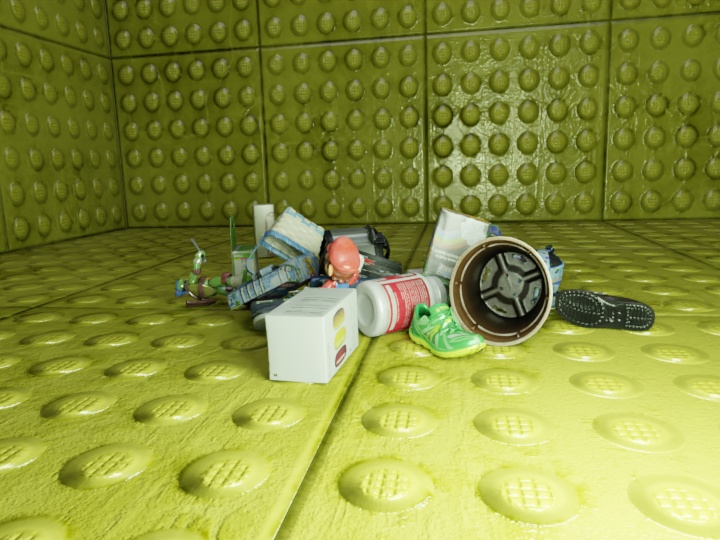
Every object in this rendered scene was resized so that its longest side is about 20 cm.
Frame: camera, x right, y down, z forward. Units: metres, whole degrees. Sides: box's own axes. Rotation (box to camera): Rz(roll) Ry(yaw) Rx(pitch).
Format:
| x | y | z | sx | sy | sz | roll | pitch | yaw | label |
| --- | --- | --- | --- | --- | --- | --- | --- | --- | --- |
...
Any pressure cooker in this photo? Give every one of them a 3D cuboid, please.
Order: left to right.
| x | y | z | sx | sy | sz | roll | pitch | yaw | label |
| --- | --- | --- | --- | --- | --- | --- | --- | --- | --- |
| -0.011 | -0.033 | 1.587 | 0.192 | 0.186 | 0.175 | -6 | 8 | -17 | pressure cooker |

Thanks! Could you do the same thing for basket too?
| x | y | z | sx | sy | sz | roll | pitch | yaw | label |
| --- | --- | --- | --- | --- | --- | --- | --- | --- | --- |
| -0.190 | -0.044 | 1.511 | 0.174 | 0.204 | 0.138 | 33 | -26 | -15 | basket |

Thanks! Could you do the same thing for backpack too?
| x | y | z | sx | sy | sz | roll | pitch | yaw | label |
| --- | --- | --- | --- | --- | --- | --- | --- | --- | --- |
| 0.394 | 0.019 | 1.349 | 0.175 | 0.140 | 0.200 | 0 | 10 | 10 | backpack |

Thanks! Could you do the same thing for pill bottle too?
| x | y | z | sx | sy | sz | roll | pitch | yaw | label |
| --- | --- | --- | --- | --- | --- | --- | --- | --- | --- |
| 0.087 | 0.067 | 1.210 | 0.194 | 0.117 | 0.111 | -9 | 12 | -34 | pill bottle |

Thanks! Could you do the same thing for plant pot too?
| x | y | z | sx | sy | sz | roll | pitch | yaw | label |
| --- | --- | --- | --- | --- | --- | --- | --- | --- | --- |
| 0.297 | 0.037 | 1.166 | 0.193 | 0.209 | 0.197 | 2 | 2 | 22 | plant pot |

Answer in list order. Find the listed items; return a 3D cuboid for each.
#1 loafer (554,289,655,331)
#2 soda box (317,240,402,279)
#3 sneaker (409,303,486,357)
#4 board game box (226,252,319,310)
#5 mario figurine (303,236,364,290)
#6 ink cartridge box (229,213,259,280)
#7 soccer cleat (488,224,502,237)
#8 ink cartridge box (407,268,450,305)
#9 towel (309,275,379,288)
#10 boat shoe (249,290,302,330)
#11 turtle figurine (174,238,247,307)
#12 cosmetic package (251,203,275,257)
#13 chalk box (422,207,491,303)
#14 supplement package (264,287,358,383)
| x | y | z | sx | sy | sz | roll | pitch | yaw | label |
| --- | --- | --- | --- | --- | --- | --- | --- | --- | --- |
| 0.507 | 0.085 | 1.189 | 0.194 | 0.076 | 0.071 | 14 | 11 | 28 | loafer |
| 0.000 | 0.000 | 1.339 | 0.193 | 0.065 | 0.072 | 17 | 37 | -9 | soda box |
| 0.152 | 0.108 | 1.060 | 0.072 | 0.087 | 0.198 | -7 | 12 | -30 | sneaker |
| -0.193 | 0.023 | 1.320 | 0.195 | 0.063 | 0.200 | -27 | -6 | 6 | board game box |
| -0.058 | 0.020 | 1.202 | 0.103 | 0.206 | 0.124 | 18 | 25 | 8 | mario figurine |
| -0.363 | -0.070 | 1.783 | 0.073 | 0.208 | 0.148 | -3 | 10 | -6 | ink cartridge box |
| 0.271 | -0.055 | 1.441 | 0.197 | 0.065 | 0.084 | -26 | 19 | 34 | soccer cleat |
| 0.192 | 0.036 | 1.486 | 0.112 | 0.070 | 0.199 | -5 | 11 | -16 | ink cartridge box |
| -0.020 | 0.060 | 1.313 | 0.192 | 0.113 | 0.050 | 3 | 54 | 10 | towel |
| -0.148 | 0.084 | 1.262 | 0.193 | 0.063 | 0.076 | -10 | -31 | -17 | boat shoe |
| -0.386 | 0.008 | 1.512 | 0.186 | 0.149 | 0.201 | 7 | 23 | 5 | turtle figurine |
| -0.386 | -0.162 | 2.281 | 0.084 | 0.208 | 0.103 | -5 | 11 | -14 | cosmetic package |
| 0.215 | -0.031 | 1.325 | 0.120 | 0.207 | 0.124 | 17 | 9 | 4 | chalk box |
| -0.080 | 0.109 | 1.014 | 0.105 | 0.119 | 0.200 | 0 | 12 | 15 | supplement package |
